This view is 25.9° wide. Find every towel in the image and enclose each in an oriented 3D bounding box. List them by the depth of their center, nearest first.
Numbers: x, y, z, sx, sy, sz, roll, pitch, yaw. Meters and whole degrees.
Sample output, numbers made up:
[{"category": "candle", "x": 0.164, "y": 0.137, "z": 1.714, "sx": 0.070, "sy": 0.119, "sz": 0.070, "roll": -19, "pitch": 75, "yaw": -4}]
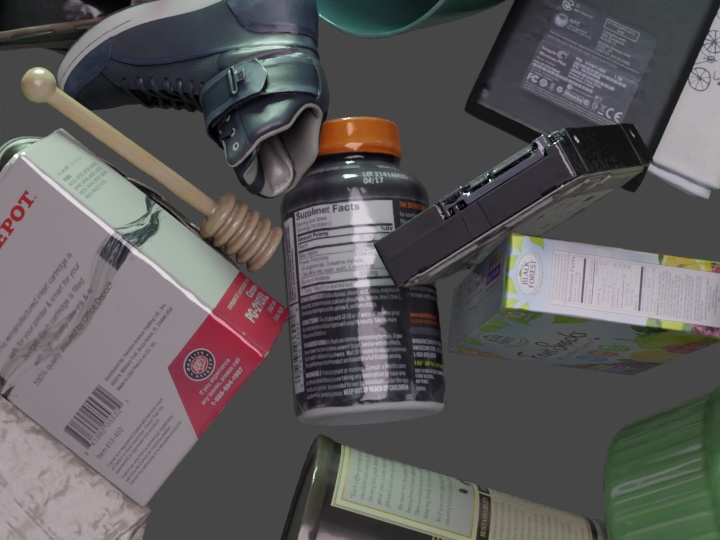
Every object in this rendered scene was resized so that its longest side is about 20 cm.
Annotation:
[{"category": "towel", "x": -0.247, "y": 0.137, "z": 1.053, "sx": 0.132, "sy": 0.034, "sz": 0.200, "roll": -41, "pitch": 85, "yaw": -14}]

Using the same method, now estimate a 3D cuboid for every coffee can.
[{"category": "coffee can", "x": 0.046, "y": 0.205, "z": 1.016, "sx": 0.197, "sy": 0.146, "sz": 0.148, "roll": 16, "pitch": 77, "yaw": -3}]

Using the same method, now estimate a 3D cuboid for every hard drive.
[{"category": "hard drive", "x": 0.106, "y": -0.044, "z": 1.025, "sx": 0.139, "sy": 0.200, "sz": 0.038, "roll": -32, "pitch": 82, "yaw": 23}, {"category": "hard drive", "x": 0.179, "y": -0.177, "z": 1.145, "sx": 0.138, "sy": 0.033, "sz": 0.202, "roll": 25, "pitch": 78, "yaw": 4}]

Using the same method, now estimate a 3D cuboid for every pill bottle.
[{"category": "pill bottle", "x": 0.000, "y": 0.000, "z": 1.072, "sx": 0.105, "sy": 0.106, "sz": 0.203, "roll": -3, "pitch": 79, "yaw": -7}]

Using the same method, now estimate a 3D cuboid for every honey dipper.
[{"category": "honey dipper", "x": -0.138, "y": -0.070, "z": 1.033, "sx": 0.199, "sy": 0.038, "sz": 0.038, "roll": 37, "pitch": 76, "yaw": -19}]

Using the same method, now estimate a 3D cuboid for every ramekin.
[{"category": "ramekin", "x": 0.235, "y": 0.177, "z": 1.020, "sx": 0.097, "sy": 0.199, "sz": 0.203, "roll": -19, "pitch": 80, "yaw": 26}]

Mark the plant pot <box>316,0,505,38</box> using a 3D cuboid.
[{"category": "plant pot", "x": 0.057, "y": -0.268, "z": 1.085, "sx": 0.160, "sy": 0.200, "sz": 0.203, "roll": -13, "pitch": 78, "yaw": -46}]

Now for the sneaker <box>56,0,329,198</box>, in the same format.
[{"category": "sneaker", "x": -0.113, "y": -0.109, "z": 1.057, "sx": 0.200, "sy": 0.077, "sz": 0.148, "roll": -19, "pitch": 69, "yaw": 20}]

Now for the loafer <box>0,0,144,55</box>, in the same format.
[{"category": "loafer", "x": -0.247, "y": -0.188, "z": 1.102, "sx": 0.197, "sy": 0.063, "sz": 0.073, "roll": 2, "pitch": 78, "yaw": -6}]

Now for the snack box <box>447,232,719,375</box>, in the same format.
[{"category": "snack box", "x": 0.143, "y": 0.027, "z": 1.035, "sx": 0.140, "sy": 0.200, "sz": 0.054, "roll": 9, "pitch": 78, "yaw": -5}]

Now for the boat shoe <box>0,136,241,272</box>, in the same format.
[{"category": "boat shoe", "x": -0.166, "y": -0.036, "z": 1.081, "sx": 0.198, "sy": 0.064, "sz": 0.071, "roll": 29, "pitch": 77, "yaw": 0}]

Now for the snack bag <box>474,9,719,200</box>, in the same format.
[{"category": "snack bag", "x": 0.207, "y": -0.177, "z": 1.175, "sx": 0.198, "sy": 0.021, "sz": 0.190, "roll": 24, "pitch": 78, "yaw": -1}]

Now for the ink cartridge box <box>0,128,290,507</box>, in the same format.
[{"category": "ink cartridge box", "x": -0.169, "y": 0.029, "z": 1.017, "sx": 0.199, "sy": 0.084, "sz": 0.145, "roll": 39, "pitch": 110, "yaw": -4}]
